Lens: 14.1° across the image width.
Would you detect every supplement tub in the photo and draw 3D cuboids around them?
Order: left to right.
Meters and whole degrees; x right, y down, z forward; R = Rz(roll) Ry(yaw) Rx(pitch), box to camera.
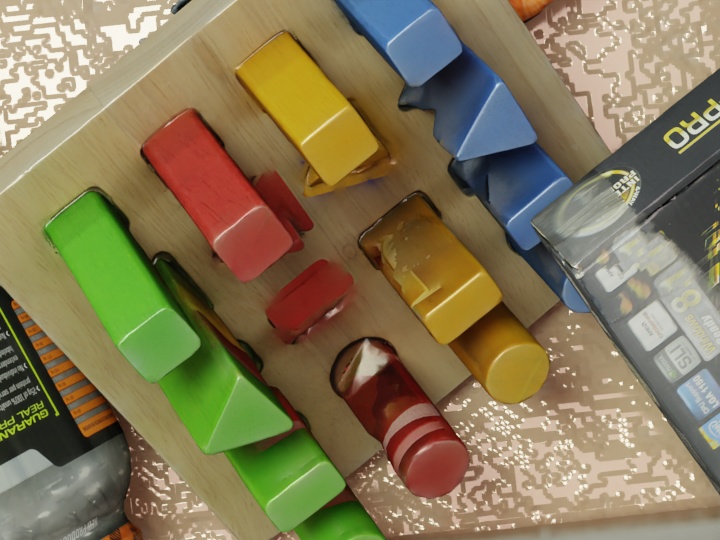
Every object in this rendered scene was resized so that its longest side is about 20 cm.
[{"bbox_3d":[-0.163,0.043,1.054,0.122,0.123,0.201,-29,88,1],"label":"supplement tub"}]

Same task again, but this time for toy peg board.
[{"bbox_3d":[0.000,0.000,1.012,0.199,0.098,0.200,-39,130,0],"label":"toy peg board"}]

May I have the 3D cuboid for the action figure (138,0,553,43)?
[{"bbox_3d":[-0.018,-0.119,1.067,0.193,0.105,0.200,-44,90,-9],"label":"action figure"}]

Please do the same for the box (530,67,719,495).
[{"bbox_3d":[0.176,0.009,1.040,0.161,0.049,0.200,-36,121,0],"label":"box"}]
